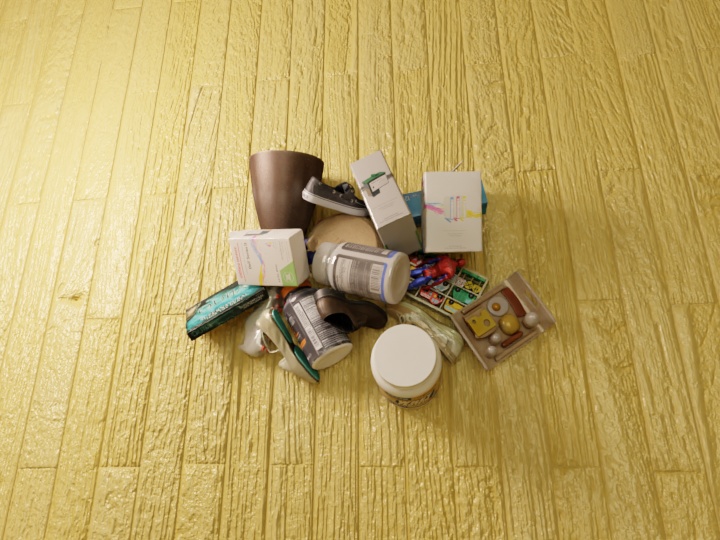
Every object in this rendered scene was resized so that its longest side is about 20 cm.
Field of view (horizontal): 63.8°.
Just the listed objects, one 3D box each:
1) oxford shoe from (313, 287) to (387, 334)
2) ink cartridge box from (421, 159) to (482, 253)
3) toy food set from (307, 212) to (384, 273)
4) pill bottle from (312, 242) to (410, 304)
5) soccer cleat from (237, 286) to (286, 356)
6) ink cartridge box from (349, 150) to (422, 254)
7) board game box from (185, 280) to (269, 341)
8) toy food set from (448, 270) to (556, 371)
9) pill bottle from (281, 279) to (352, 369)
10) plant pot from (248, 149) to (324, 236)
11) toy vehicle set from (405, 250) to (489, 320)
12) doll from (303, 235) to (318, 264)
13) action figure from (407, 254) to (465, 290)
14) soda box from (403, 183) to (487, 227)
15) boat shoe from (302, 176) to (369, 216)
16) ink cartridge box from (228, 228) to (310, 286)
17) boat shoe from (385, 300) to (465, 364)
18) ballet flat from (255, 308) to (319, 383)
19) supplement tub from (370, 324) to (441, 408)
[{"bbox_3d":[-0.017,0.108,1.272,0.073,0.199,0.085,-43,46,34],"label":"oxford shoe"},{"bbox_3d":[0.201,-0.141,1.302,0.124,0.129,0.202,-1,91,1],"label":"ink cartridge box"},{"bbox_3d":[-0.040,-0.054,1.405,0.197,0.049,0.201,26,74,17],"label":"toy food set"},{"bbox_3d":[0.000,0.000,1.276,0.199,0.114,0.114,12,69,27],"label":"pill bottle"},{"bbox_3d":[-0.229,0.102,1.359,0.077,0.069,0.201,10,70,20],"label":"soccer cleat"},{"bbox_3d":[0.058,-0.147,1.308,0.084,0.146,0.201,-24,57,4],"label":"ink cartridge box"},{"bbox_3d":[-0.315,0.078,1.355,0.199,0.028,0.135,-30,26,-6],"label":"board game box"},{"bbox_3d":[0.309,0.107,1.264,0.199,0.060,0.144,-30,74,-16],"label":"toy food set"},{"bbox_3d":[-0.108,0.114,1.314,0.106,0.106,0.201,-29,67,-5],"label":"pill bottle"},{"bbox_3d":[-0.184,-0.168,1.414,0.185,0.187,0.202,1,83,8],"label":"plant pot"},{"bbox_3d":[0.183,0.031,1.351,0.199,0.027,0.125,26,74,17],"label":"toy vehicle set"},{"bbox_3d":[-0.187,-0.038,1.364,0.199,0.137,0.049,-11,37,26],"label":"doll"},{"bbox_3d":[0.144,0.010,1.322,0.198,0.052,0.066,-19,71,7],"label":"action figure"},{"bbox_3d":[0.202,-0.161,1.407,0.198,0.064,0.068,-11,67,3],"label":"soda box"},{"bbox_3d":[-0.047,-0.182,1.386,0.070,0.199,0.067,43,115,49],"label":"boat shoe"},{"bbox_3d":[-0.223,-0.029,1.313,0.198,0.118,0.067,0,22,24],"label":"ink cartridge box"},{"bbox_3d":[0.135,0.133,1.294,0.200,0.073,0.063,31,70,11],"label":"boat shoe"},{"bbox_3d":[-0.168,0.180,1.297,0.069,0.069,0.201,-33,92,-7],"label":"ballet flat"},{"bbox_3d":[0.097,0.200,1.199,0.143,0.200,0.146,-3,67,7],"label":"supplement tub"}]
